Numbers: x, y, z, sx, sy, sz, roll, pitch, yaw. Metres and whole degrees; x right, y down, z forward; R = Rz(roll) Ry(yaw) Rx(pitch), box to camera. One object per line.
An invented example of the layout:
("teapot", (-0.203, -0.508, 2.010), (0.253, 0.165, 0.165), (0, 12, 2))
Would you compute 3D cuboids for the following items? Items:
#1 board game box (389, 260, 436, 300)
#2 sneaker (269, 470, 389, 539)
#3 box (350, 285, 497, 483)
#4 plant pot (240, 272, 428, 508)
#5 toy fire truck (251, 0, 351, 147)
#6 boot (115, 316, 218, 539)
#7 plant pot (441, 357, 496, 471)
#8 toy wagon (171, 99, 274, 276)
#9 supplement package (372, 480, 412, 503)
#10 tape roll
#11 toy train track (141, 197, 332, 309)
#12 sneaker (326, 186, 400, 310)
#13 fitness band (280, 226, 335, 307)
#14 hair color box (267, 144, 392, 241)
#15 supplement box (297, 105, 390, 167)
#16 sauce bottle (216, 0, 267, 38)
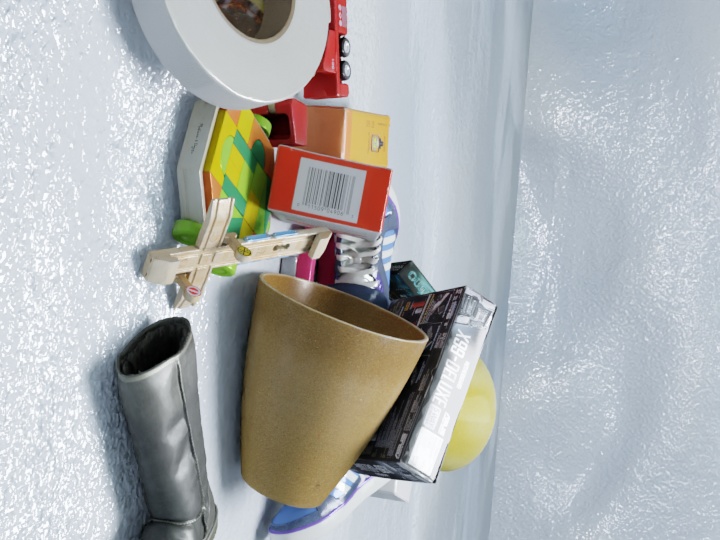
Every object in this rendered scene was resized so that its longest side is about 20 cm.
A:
("board game box", (0.070, 0.049, 1.252), (0.028, 0.136, 0.200), (-41, -171, -12))
("sneaker", (-0.048, 0.208, 1.096), (0.198, 0.080, 0.149), (-29, 103, -33))
("box", (0.054, 0.123, 1.022), (0.157, 0.049, 0.203), (-16, -133, 60))
("plant pot", (-0.050, 0.129, 0.967), (0.204, 0.183, 0.186), (-69, 164, 6))
("toy fire truck", (-0.061, -0.230, 0.978), (0.140, 0.048, 0.205), (-12, 102, -64))
("boot", (-0.159, 0.165, 0.742), (0.183, 0.071, 0.204), (-83, 177, -61))
("plant pot", (0.089, 0.205, 1.446), (0.141, 0.197, 0.205), (12, 83, -48))
("toy wagon", (-0.114, -0.076, 0.871), (0.200, 0.039, 0.158), (59, 40, -64))
("supplement package", (0.016, 0.194, 1.257), (0.120, 0.119, 0.204), (57, 42, -68))
("tape roll", (-0.099, -0.231, 0.749), (0.201, 0.036, 0.208), (9, 79, -51))
("toy train track", (-0.095, -0.010, 0.812), (0.198, 0.033, 0.116), (-12, 137, -46))
("sneaker", (0.000, 0.000, 1.088), (0.202, 0.079, 0.149), (88, 9, -50))
("fitness band", (-0.056, 0.035, 1.112), (0.143, 0.037, 0.205), (-8, 104, -73))
("hair color box", (-0.028, -0.073, 0.943), (0.200, 0.108, 0.065), (132, -30, -88))
("supplement box", (-0.018, -0.159, 1.130), (0.200, 0.067, 0.068), (-16, 111, -71))
("sauce bottle", (-0.083, -0.271, 0.875), (0.067, 0.065, 0.202), (79, 23, -44))
